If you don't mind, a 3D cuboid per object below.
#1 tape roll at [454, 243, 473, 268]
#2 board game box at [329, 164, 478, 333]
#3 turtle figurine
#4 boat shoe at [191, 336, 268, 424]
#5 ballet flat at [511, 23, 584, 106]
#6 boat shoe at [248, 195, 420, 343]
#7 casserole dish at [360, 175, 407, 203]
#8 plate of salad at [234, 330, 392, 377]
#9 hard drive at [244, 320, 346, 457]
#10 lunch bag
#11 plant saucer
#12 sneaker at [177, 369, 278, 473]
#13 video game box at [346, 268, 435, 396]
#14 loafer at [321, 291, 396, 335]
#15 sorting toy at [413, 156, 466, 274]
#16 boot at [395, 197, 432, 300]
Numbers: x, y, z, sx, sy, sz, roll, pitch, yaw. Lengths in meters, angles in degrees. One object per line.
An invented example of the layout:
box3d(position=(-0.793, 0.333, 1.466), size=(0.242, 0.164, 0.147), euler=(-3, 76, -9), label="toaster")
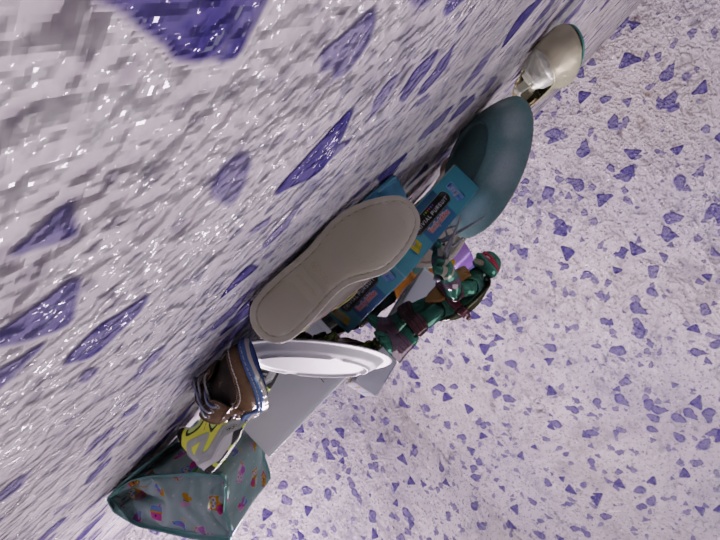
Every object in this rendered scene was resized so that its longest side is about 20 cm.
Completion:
box3d(position=(0.228, -0.066, 1.602), size=(0.066, 0.200, 0.200), euler=(-42, 176, -9), label="tape roll")
box3d(position=(0.052, -0.029, 0.709), size=(0.200, 0.047, 0.151), euler=(-47, 179, -40), label="board game box")
box3d(position=(0.100, 0.019, 0.679), size=(0.199, 0.101, 0.150), euler=(-42, 180, 2), label="turtle figurine")
box3d(position=(-0.146, 0.136, 0.622), size=(0.071, 0.073, 0.201), euler=(-15, 156, -20), label="boat shoe")
box3d(position=(0.245, -0.266, 0.767), size=(0.069, 0.070, 0.200), euler=(-45, 176, 3), label="ballet flat")
box3d(position=(-0.026, -0.002, 0.555), size=(0.199, 0.072, 0.059), euler=(-40, -179, -16), label="boat shoe")
box3d(position=(-0.009, -0.029, 0.671), size=(0.200, 0.039, 0.121), euler=(-47, 176, 35), label="casserole dish")
box3d(position=(-0.058, 0.097, 0.692), size=(0.200, 0.195, 0.049), euler=(126, -31, -67), label="plate of salad")
box3d(position=(-0.114, 0.168, 0.881), size=(0.200, 0.132, 0.026), euler=(-45, 178, -6), label="hard drive")
box3d(position=(-0.260, 0.317, 0.869), size=(0.195, 0.125, 0.170), euler=(-2, -171, 13), label="lunch bag")
box3d(position=(0.159, -0.148, 0.773), size=(0.204, 0.038, 0.202), euler=(-90, -154, -44), label="plant saucer")
box3d(position=(-0.173, 0.172, 0.777), size=(0.202, 0.076, 0.076), euler=(-56, 179, -24), label="sneaker")
box3d(position=(0.050, 0.107, 0.909), size=(0.202, 0.046, 0.182), euler=(-57, 180, -12), label="video game box")
box3d(position=(-0.024, 0.085, 0.947), size=(0.196, 0.063, 0.073), euler=(-21, 140, -9), label="loafer")
box3d(position=(0.107, -0.070, 0.962), size=(0.202, 0.106, 0.180), euler=(-55, -166, -12), label="sorting toy")
box3d(position=(0.116, -0.039, 1.100), size=(0.201, 0.144, 0.071), euler=(-46, 177, 9), label="boot")
